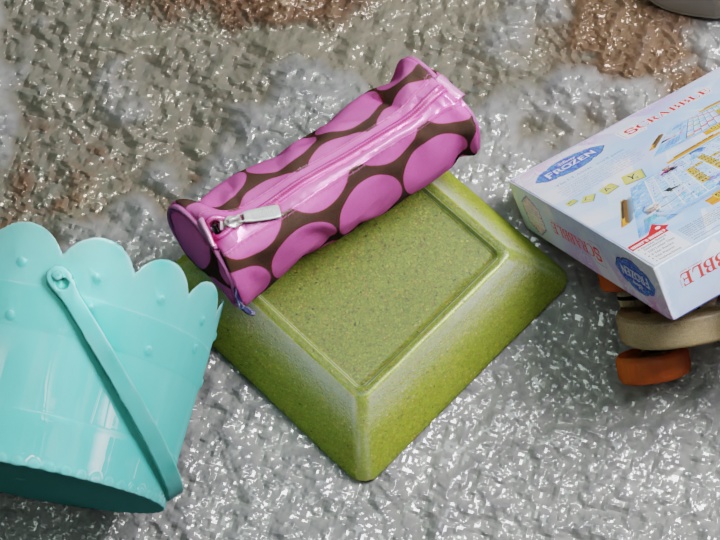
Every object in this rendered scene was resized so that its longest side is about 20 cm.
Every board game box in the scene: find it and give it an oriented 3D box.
[{"bbox_3d":[0.223,-0.060,1.161,0.200,0.041,0.200,-28,25,-10],"label":"board game box"}]

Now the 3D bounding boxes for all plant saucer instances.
[{"bbox_3d":[0.000,0.000,1.205,0.200,0.048,0.200,42,74,17],"label":"plant saucer"}]

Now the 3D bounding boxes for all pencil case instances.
[{"bbox_3d":[-0.019,-0.058,1.153,0.200,0.094,0.091,-35,71,-13],"label":"pencil case"}]

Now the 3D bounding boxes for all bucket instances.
[{"bbox_3d":[-0.187,0.062,1.105,0.207,0.207,0.135,9,77,5],"label":"bucket"}]

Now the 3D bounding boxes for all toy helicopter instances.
[{"bbox_3d":[0.256,0.015,1.159,0.200,0.132,0.079,-14,96,-23],"label":"toy helicopter"}]

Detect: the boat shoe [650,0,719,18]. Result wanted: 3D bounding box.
[{"bbox_3d":[0.296,-0.195,1.269,0.200,0.067,0.057,16,73,12],"label":"boat shoe"}]
